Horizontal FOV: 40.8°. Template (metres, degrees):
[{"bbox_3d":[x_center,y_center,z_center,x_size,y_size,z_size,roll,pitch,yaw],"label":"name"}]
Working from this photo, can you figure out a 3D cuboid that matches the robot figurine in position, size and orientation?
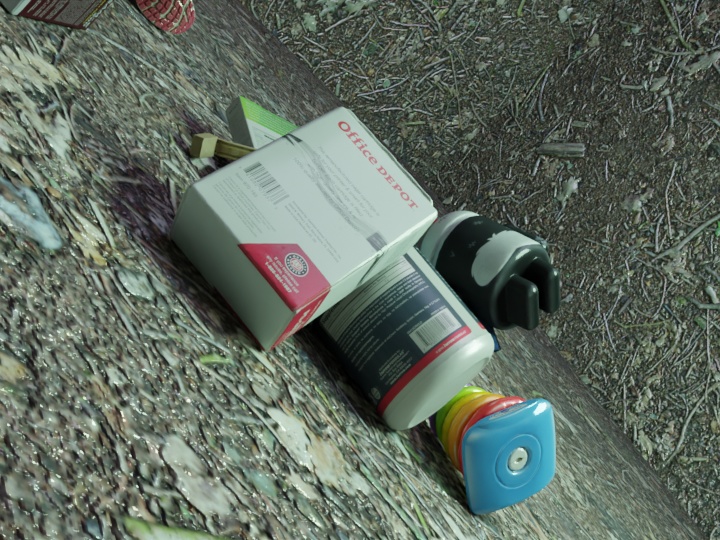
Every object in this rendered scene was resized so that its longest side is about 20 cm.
[{"bbox_3d":[0.167,0.001,1.265,0.149,0.126,0.199,8,17,-48],"label":"robot figurine"}]

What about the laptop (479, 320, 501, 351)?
[{"bbox_3d":[0.064,0.043,1.241,0.200,0.116,0.187,46,9,-7],"label":"laptop"}]

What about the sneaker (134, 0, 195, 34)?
[{"bbox_3d":[-0.349,-0.472,1.575,0.200,0.081,0.075,44,8,-18],"label":"sneaker"}]

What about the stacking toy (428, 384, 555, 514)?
[{"bbox_3d":[0.119,0.168,1.076,0.200,0.115,0.111,31,-47,59],"label":"stacking toy"}]

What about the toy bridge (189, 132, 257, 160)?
[{"bbox_3d":[-0.106,-0.120,1.133,0.198,0.028,0.067,24,20,21],"label":"toy bridge"}]

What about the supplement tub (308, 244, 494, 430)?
[{"bbox_3d":[0.029,0.049,1.002,0.201,0.140,0.140,50,11,16],"label":"supplement tub"}]

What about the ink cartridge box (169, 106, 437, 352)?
[{"bbox_3d":[-0.049,-0.044,0.885,0.146,0.084,0.199,48,51,10],"label":"ink cartridge box"}]

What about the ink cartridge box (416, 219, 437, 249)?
[{"bbox_3d":[0.015,-0.114,1.390,0.145,0.083,0.201,35,15,-32],"label":"ink cartridge box"}]

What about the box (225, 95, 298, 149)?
[{"bbox_3d":[-0.094,-0.120,1.242,0.143,0.036,0.202,23,39,-43],"label":"box"}]

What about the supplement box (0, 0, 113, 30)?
[{"bbox_3d":[-0.355,-0.330,1.058,0.109,0.061,0.200,48,11,-2],"label":"supplement box"}]
